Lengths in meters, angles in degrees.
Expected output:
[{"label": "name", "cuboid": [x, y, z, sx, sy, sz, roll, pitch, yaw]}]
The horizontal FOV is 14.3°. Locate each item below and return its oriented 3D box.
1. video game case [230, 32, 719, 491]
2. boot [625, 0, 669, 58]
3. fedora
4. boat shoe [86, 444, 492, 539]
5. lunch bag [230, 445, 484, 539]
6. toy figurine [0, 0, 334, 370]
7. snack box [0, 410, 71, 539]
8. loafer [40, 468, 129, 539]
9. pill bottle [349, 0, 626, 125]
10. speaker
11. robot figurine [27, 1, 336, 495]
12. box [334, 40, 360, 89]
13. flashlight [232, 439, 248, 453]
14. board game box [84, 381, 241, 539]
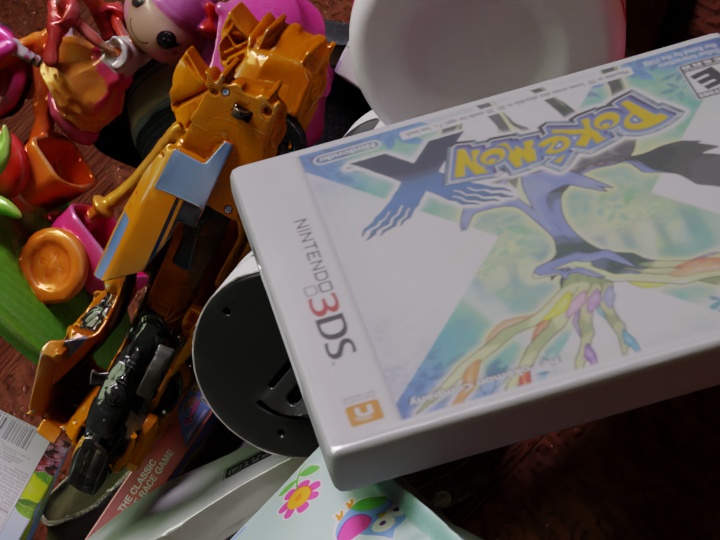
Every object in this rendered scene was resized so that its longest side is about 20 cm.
[{"label": "video game case", "cuboid": [0.066, -0.009, 1.025, 0.199, 0.022, 0.183, -15, 36, -5]}, {"label": "boot", "cuboid": [0.081, -0.088, 1.328, 0.175, 0.066, 0.200, -28, 26, 26]}, {"label": "fedora", "cuboid": [-0.047, -0.049, 1.417, 0.200, 0.200, 0.092, -24, 63, 47]}, {"label": "boat shoe", "cuboid": [-0.042, 0.110, 1.166, 0.199, 0.064, 0.071, -28, 14, 16]}, {"label": "lunch bag", "cuboid": [0.002, 0.168, 0.946, 0.170, 0.122, 0.200, -45, 29, -1]}, {"label": "toy figurine", "cuboid": [-0.102, -0.080, 1.301, 0.184, 0.200, 0.150, -36, -13, 18]}, {"label": "snack box", "cuboid": [-0.212, 0.178, 1.299, 0.200, 0.067, 0.169, -70, 5, -60]}, {"label": "loafer", "cuboid": [-0.091, 0.058, 1.384, 0.200, 0.070, 0.075, -46, 21, 5]}, {"label": "pill bottle", "cuboid": [0.059, -0.140, 1.227, 0.113, 0.113, 0.200, -37, 21, 25]}, {"label": "speaker", "cuboid": [0.000, 0.000, 1.159, 0.081, 0.081, 0.200, -37, 8, 27]}, {"label": "robot figurine", "cuboid": [-0.076, -0.005, 1.173, 0.201, 0.058, 0.145, -63, -4, 22]}, {"label": "box", "cuboid": [0.038, -0.122, 1.358, 0.042, 0.039, 0.200, -60, -5, 24]}, {"label": "flashlight", "cuboid": [-0.051, 0.102, 1.239, 0.068, 0.068, 0.200, 25, 73, 47]}, {"label": "board game box", "cuboid": [-0.091, 0.102, 1.285, 0.200, 0.019, 0.103, -56, -8, -6]}]
